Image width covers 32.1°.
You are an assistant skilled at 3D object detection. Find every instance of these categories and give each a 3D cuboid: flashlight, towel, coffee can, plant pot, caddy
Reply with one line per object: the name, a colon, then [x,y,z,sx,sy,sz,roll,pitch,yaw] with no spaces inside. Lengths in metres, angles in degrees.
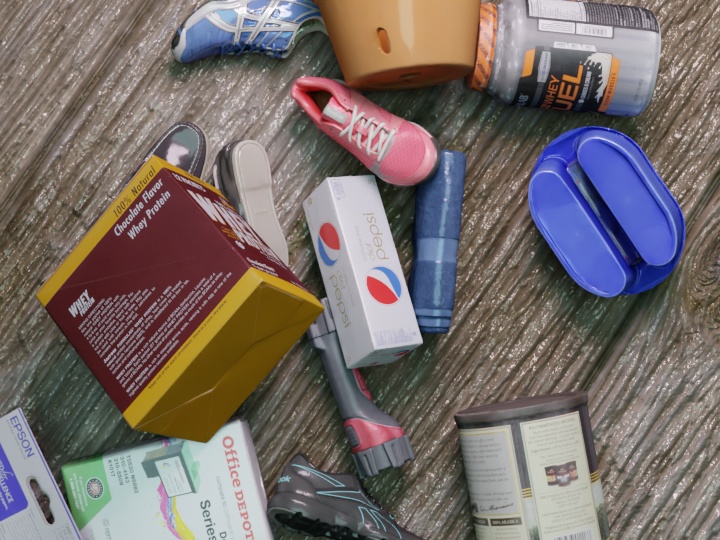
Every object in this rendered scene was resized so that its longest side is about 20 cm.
flashlight: [-0.002,0.126,1.385,0.068,0.068,0.201,-20,83,8]
towel: [0.080,-0.030,1.373,0.048,0.112,0.201,6,86,-4]
coffee can: [0.188,0.241,1.343,0.145,0.146,0.201,-9,87,-4]
plant pot: [0.046,-0.273,1.329,0.199,0.200,0.141,-7,88,-4]
caddy: [0.273,-0.064,1.394,0.141,0.105,0.201,-34,88,19]

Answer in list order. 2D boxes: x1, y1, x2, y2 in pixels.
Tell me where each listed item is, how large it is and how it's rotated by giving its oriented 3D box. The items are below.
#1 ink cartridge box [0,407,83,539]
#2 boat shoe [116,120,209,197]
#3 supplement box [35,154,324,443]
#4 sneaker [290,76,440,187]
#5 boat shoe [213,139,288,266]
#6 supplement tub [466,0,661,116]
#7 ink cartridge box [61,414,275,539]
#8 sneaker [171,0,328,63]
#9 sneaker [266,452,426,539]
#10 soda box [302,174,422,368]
ink cartridge box: [-0.385,0.269,1.326,0.199,0.043,0.199,-27,87,19]
boat shoe: [-0.231,-0.078,1.382,0.072,0.065,0.201,32,84,1]
supplement box: [-0.186,0.031,1.286,0.197,0.133,0.200,-48,62,8]
sneaker: [-0.003,-0.151,1.351,0.200,0.087,0.074,36,103,32]
boat shoe: [-0.126,-0.045,1.398,0.067,0.057,0.201,-6,90,-40]
supplement tub: [0.223,-0.240,1.392,0.199,0.123,0.123,5,86,-2]
ink cartridge box: [-0.204,0.252,1.350,0.199,0.084,0.146,-14,87,-4]
sneaker: [-0.115,-0.273,1.398,0.199,0.076,0.077,-23,83,-3]
sneaker: [-0.002,0.265,1.366,0.199,0.075,0.080,27,52,-16]
soda box: [0.000,0.000,1.360,0.063,0.068,0.201,-5,71,-31]
